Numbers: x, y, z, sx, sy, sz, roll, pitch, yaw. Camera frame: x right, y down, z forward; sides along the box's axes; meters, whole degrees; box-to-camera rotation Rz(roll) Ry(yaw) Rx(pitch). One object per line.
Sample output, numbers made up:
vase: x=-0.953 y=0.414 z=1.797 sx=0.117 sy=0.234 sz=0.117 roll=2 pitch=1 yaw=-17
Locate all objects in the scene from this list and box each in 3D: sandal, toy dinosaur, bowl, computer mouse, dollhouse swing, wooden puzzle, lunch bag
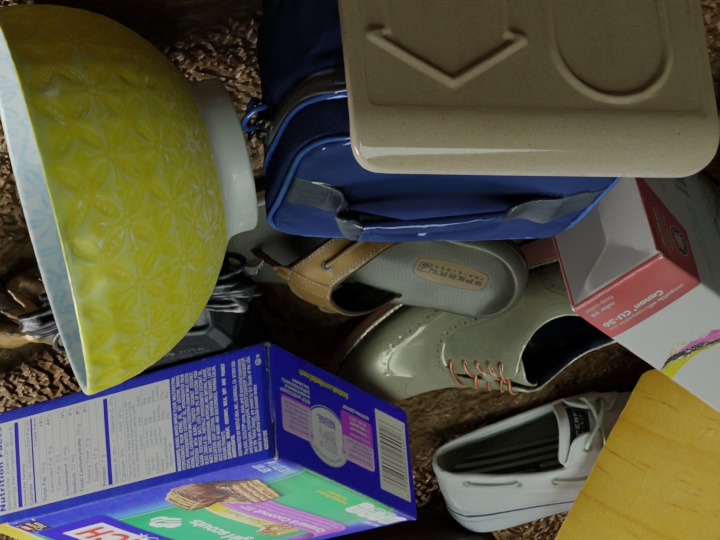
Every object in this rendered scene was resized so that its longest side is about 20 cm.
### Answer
sandal: x=0.000 y=0.000 z=1.501 sx=0.199 sy=0.055 sz=0.082 roll=14 pitch=134 yaw=-12
toy dinosaur: x=-0.194 y=0.027 z=1.506 sx=0.199 sy=0.061 sz=0.106 roll=19 pitch=158 yaw=-28
bowl: x=-0.114 y=-0.047 z=1.323 sx=0.107 sy=0.201 sz=0.201 roll=-14 pitch=142 yaw=-10
computer mouse: x=-0.102 y=0.026 z=1.493 sx=0.138 sy=0.053 sz=0.200 roll=-10 pitch=161 yaw=11
dollhouse swing: x=0.258 y=0.176 z=1.637 sx=0.175 sy=0.182 sz=0.201 roll=22 pitch=97 yaw=-45
wooden puzzle: x=0.074 y=-0.140 z=1.275 sx=0.184 sy=0.201 sz=0.046 roll=0 pitch=164 yaw=-16
lunch bag: x=0.034 y=-0.082 z=1.339 sx=0.199 sy=0.133 sz=0.136 roll=-1 pitch=158 yaw=-14

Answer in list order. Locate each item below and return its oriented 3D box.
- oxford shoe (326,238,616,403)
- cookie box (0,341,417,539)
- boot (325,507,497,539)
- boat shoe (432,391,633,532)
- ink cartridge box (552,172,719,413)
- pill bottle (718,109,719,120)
oxford shoe: x=0.072 y=0.043 z=1.570 sx=0.199 sy=0.074 sz=0.071 roll=-26 pitch=140 yaw=16
cookie box: x=-0.094 y=0.119 z=1.559 sx=0.199 sy=0.076 sz=0.171 roll=-16 pitch=156 yaw=26
boot: x=-0.024 y=0.185 z=1.719 sx=0.200 sy=0.186 sz=0.065 roll=-16 pitch=116 yaw=-42
boat shoe: x=0.142 y=0.115 z=1.676 sx=0.199 sy=0.074 sz=0.067 roll=-22 pitch=139 yaw=10
ink cartridge box: x=0.192 y=0.005 z=1.524 sx=0.067 sy=0.117 sz=0.200 roll=-34 pitch=136 yaw=25
pill bottle: x=0.312 y=-0.065 z=1.478 sx=0.199 sy=0.113 sz=0.113 roll=-13 pitch=141 yaw=0
